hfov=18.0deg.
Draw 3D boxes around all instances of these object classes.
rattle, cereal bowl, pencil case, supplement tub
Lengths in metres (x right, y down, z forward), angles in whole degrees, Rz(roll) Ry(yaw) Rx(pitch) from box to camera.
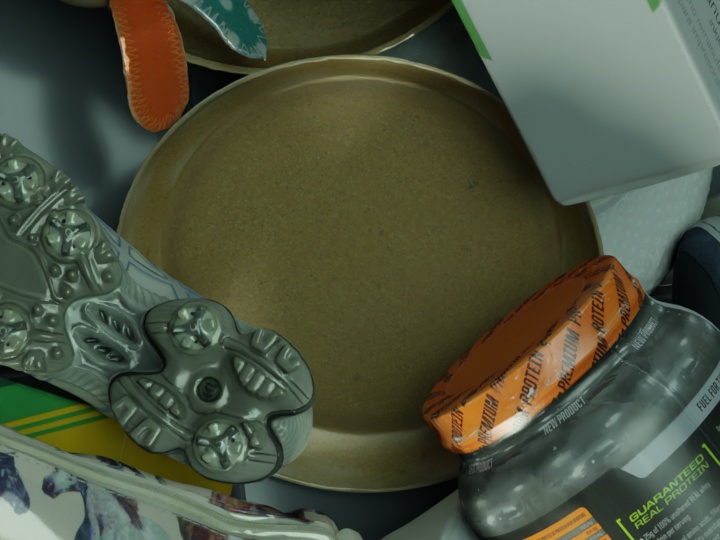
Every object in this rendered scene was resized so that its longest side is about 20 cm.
[{"bbox_3d":[-0.104,-0.174,0.884,0.130,0.143,0.201,-5,60,-12],"label":"rattle"},{"bbox_3d":[0.067,-0.063,0.983,0.199,0.083,0.201,2,83,-17],"label":"cereal bowl"},{"bbox_3d":[-0.099,0.097,0.800,0.199,0.090,0.078,20,38,-19],"label":"pencil case"},{"bbox_3d":[0.122,0.100,0.872,0.122,0.122,0.200,-41,97,-18],"label":"supplement tub"}]

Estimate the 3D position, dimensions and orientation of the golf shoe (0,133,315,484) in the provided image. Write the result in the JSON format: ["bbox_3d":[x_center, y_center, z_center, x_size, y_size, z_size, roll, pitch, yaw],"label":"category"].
[{"bbox_3d":[-0.105,0.019,0.890,0.200,0.097,0.078,37,86,11],"label":"golf shoe"}]

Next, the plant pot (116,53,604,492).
[{"bbox_3d":[0.000,0.000,0.930,0.199,0.028,0.201,2,118,4],"label":"plant pot"}]

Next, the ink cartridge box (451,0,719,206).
[{"bbox_3d":[0.109,-0.144,0.895,0.146,0.084,0.200,60,37,-22],"label":"ink cartridge box"}]

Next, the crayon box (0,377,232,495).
[{"bbox_3d":[-0.151,0.143,0.872,0.172,0.058,0.201,21,78,-33],"label":"crayon box"}]

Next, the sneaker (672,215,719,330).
[{"bbox_3d":[0.122,0.088,0.969,0.146,0.077,0.203,-14,101,-18],"label":"sneaker"}]

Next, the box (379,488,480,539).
[{"bbox_3d":[0.051,0.207,0.906,0.124,0.097,0.200,-36,95,24],"label":"box"}]

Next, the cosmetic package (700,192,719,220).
[{"bbox_3d":[0.227,0.047,1.007,0.071,0.105,0.201,-19,87,-22],"label":"cosmetic package"}]

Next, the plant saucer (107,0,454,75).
[{"bbox_3d":[-0.025,-0.165,0.957,0.199,0.035,0.201,-3,68,8],"label":"plant saucer"}]
